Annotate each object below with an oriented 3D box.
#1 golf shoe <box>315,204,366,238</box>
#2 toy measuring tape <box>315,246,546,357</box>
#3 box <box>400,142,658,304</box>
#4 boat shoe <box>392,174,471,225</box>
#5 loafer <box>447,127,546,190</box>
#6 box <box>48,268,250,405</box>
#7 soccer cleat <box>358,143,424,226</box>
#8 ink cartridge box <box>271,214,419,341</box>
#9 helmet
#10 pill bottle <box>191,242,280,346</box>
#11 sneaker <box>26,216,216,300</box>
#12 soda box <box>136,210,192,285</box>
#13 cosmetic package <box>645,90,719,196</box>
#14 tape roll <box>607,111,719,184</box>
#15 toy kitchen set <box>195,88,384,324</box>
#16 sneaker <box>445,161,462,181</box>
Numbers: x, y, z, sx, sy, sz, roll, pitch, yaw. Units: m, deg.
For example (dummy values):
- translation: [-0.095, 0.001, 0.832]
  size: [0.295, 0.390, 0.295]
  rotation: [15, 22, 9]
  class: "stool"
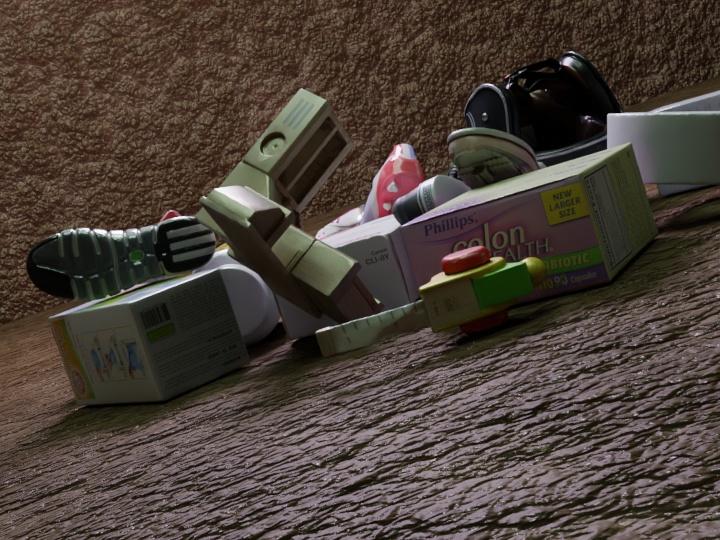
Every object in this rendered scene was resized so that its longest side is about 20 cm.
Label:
- translation: [-0.023, -0.043, 2.037]
  size: [0.092, 0.073, 0.200]
  rotation: [-26, -2, -15]
  class: "golf shoe"
- translation: [0.058, 0.028, 1.118]
  size: [0.199, 0.074, 0.074]
  rotation: [-18, 6, -5]
  class: "toy measuring tape"
- translation: [0.162, -0.037, 1.259]
  size: [0.175, 0.097, 0.200]
  rotation: [-15, 6, 27]
  class: "box"
- translation: [0.108, -0.049, 1.453]
  size: [0.068, 0.072, 0.199]
  rotation: [-21, -20, 33]
  class: "boat shoe"
- translation: [0.153, -0.093, 1.418]
  size: [0.071, 0.063, 0.200]
  rotation: [-10, -18, 28]
  class: "loafer"
- translation: [-0.220, 0.071, 1.391]
  size: [0.112, 0.102, 0.199]
  rotation: [-22, 7, -36]
  class: "box"
- translation: [0.026, -0.059, 1.610]
  size: [0.066, 0.201, 0.077]
  rotation: [14, 44, -11]
  class: "soccer cleat"
- translation: [0.000, 0.000, 1.469]
  size: [0.144, 0.084, 0.200]
  rotation: [-17, 6, 17]
  class: "ink cartridge box"
- translation: [0.230, -0.147, 1.632]
  size: [0.199, 0.192, 0.200]
  rotation: [-27, -14, -7]
  class: "helmet"
- translation: [-0.137, 0.025, 1.525]
  size: [0.109, 0.110, 0.200]
  rotation: [-18, 5, 1]
  class: "pill bottle"
- translation: [-0.245, -0.012, 1.440]
  size: [0.198, 0.076, 0.115]
  rotation: [-7, 1, 2]
  class: "sneaker"
- translation: [-0.254, 0.029, 1.563]
  size: [0.200, 0.070, 0.063]
  rotation: [-55, 4, -25]
  class: "soda box"
- translation: [0.431, -0.159, 1.555]
  size: [0.199, 0.102, 0.071]
  rotation: [-12, 8, 40]
  class: "cosmetic package"
- translation: [0.351, -0.127, 1.382]
  size: [0.201, 0.071, 0.202]
  rotation: [-2, 7, 0]
  class: "tape roll"
- translation: [-0.049, -0.080, 1.309]
  size: [0.199, 0.163, 0.181]
  rotation: [29, 75, 37]
  class: "toy kitchen set"
- translation: [0.193, -0.126, 1.785]
  size: [0.078, 0.086, 0.200]
  rotation: [17, -4, 37]
  class: "sneaker"
